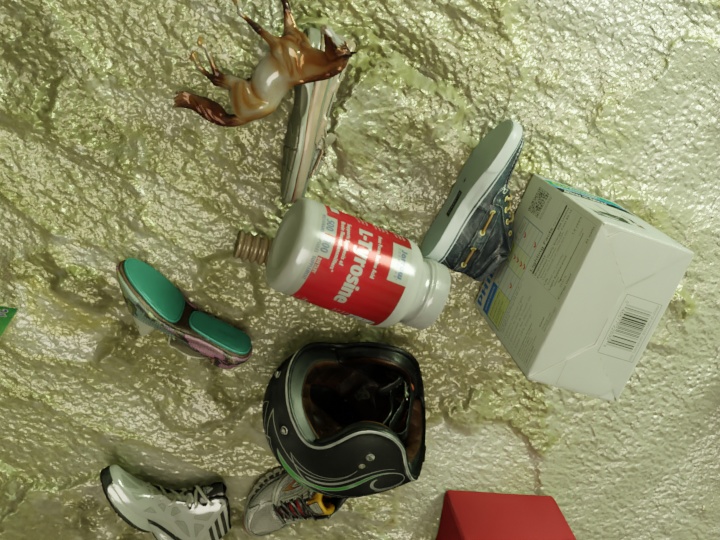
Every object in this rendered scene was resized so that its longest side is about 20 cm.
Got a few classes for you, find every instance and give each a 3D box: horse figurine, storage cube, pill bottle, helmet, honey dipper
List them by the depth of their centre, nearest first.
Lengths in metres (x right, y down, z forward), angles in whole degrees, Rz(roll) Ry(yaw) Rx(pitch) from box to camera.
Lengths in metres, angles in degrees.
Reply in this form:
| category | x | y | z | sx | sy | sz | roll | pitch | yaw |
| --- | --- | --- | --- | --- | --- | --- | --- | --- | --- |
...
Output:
| category | x | y | z | sx | sy | sz | roll | pitch | yaw |
| --- | --- | --- | --- | --- | --- | --- | --- | --- | --- |
| horse figurine | -0.111 | -0.220 | 0.854 | 0.200 | 0.050 | 0.133 | -38 | 95 | 24 |
| pill bottle | 0.000 | 0.000 | 0.927 | 0.200 | 0.112 | 0.112 | 20 | 107 | -21 |
| helmet | -0.023 | 0.185 | 0.983 | 0.190 | 0.200 | 0.201 | -2 | 113 | 15 |
| honey dipper | -0.057 | -0.010 | 0.984 | 0.199 | 0.038 | 0.038 | 13 | 109 | -16 |
| storage cube | 0.203 | 0.437 | 1.119 | 0.199 | 0.180 | 0.171 | 6 | 111 | -9 |

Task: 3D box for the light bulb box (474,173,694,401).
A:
| category | x | y | z | sx | sy | sz | roll | pitch | yaw |
| --- | --- | --- | --- | --- | --- | --- | --- | --- | --- |
| light bulb box | 0.254 | 0.014 | 0.947 | 0.124 | 0.200 | 0.199 | 17 | 108 | -16 |

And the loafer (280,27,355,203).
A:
| category | x | y | z | sx | sy | sz | roll | pitch | yaw |
| --- | --- | --- | --- | --- | --- | --- | --- | --- | --- |
| loafer | -0.049 | -0.171 | 0.904 | 0.063 | 0.072 | 0.201 | 4 | 108 | -17 |

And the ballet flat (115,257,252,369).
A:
| category | x | y | z | sx | sy | sz | roll | pitch | yaw |
| --- | --- | --- | --- | --- | --- | --- | --- | --- | --- |
| ballet flat | -0.228 | 0.066 | 0.977 | 0.200 | 0.069 | 0.071 | 36 | 122 | -20 |

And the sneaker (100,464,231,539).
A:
| category | x | y | z | sx | sy | sz | roll | pitch | yaw |
| --- | --- | --- | --- | --- | --- | --- | --- | --- | --- |
| sneaker | -0.250 | 0.304 | 1.069 | 0.115 | 0.076 | 0.201 | -39 | 120 | -2 |

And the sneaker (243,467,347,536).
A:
| category | x | y | z | sx | sy | sz | roll | pitch | yaw |
| --- | --- | --- | --- | --- | --- | --- | --- | --- | --- |
| sneaker | -0.076 | 0.304 | 1.079 | 0.200 | 0.082 | 0.078 | -34 | 112 | 6 |

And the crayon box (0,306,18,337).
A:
| category | x | y | z | sx | sy | sz | roll | pitch | yaw |
| --- | --- | --- | --- | --- | --- | --- | --- | --- | --- |
| crayon box | -0.501 | 0.031 | 0.886 | 0.199 | 0.126 | 0.052 | 11 | 109 | -13 |

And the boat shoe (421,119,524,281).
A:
| category | x | y | z | sx | sy | sz | roll | pitch | yaw |
| --- | --- | --- | --- | --- | --- | --- | --- | --- | --- |
| boat shoe | 0.161 | -0.082 | 0.970 | 0.091 | 0.071 | 0.201 | 24 | 113 | -18 |
